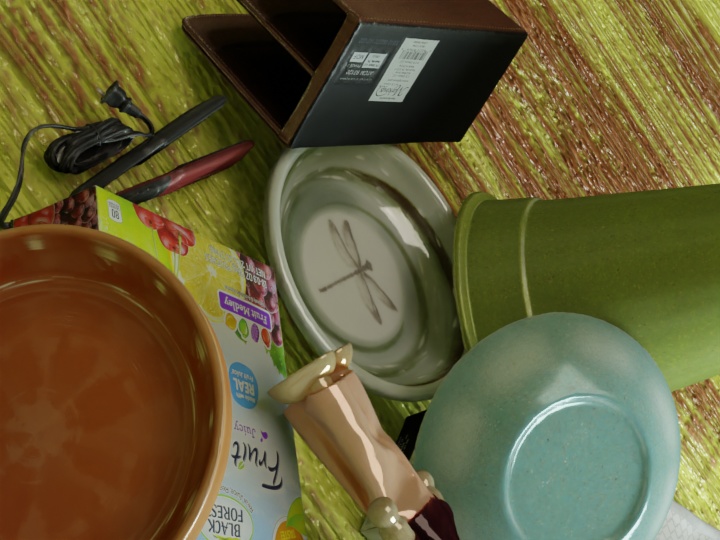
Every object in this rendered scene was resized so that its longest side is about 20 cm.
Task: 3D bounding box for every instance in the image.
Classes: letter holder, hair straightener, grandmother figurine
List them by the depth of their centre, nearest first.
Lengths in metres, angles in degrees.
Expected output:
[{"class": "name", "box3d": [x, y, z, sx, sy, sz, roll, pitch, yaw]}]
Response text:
[{"class": "grandmother figurine", "box3d": [0.025, 0.139, 0.789, 0.201, 0.060, 0.121, 58, 23, 6]}, {"class": "hair straightener", "box3d": [-0.150, -0.073, 0.858, 0.200, 0.041, 0.077, -32, 93, -46]}, {"class": "letter holder", "box3d": [-0.006, -0.170, 0.977, 0.142, 0.101, 0.199, 47, 31, 25]}]

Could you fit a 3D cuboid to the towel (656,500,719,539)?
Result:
[{"class": "towel", "box3d": [0.225, 0.254, 1.072, 0.199, 0.032, 0.192, 35, 47, -28]}]

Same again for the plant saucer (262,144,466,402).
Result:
[{"class": "plant saucer", "box3d": [0.000, 0.000, 0.960, 0.199, 0.050, 0.201, 26, 51, -36]}]

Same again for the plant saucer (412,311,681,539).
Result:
[{"class": "plant saucer", "box3d": [0.131, 0.129, 0.897, 0.199, 0.039, 0.203, -3, 98, -21]}]

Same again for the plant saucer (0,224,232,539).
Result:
[{"class": "plant saucer", "box3d": [-0.156, 0.076, 0.660, 0.032, 0.199, 0.202, 62, 17, -67]}]

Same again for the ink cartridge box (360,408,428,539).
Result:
[{"class": "ink cartridge box", "box3d": [0.092, 0.192, 0.954, 0.200, 0.039, 0.100, 43, 47, -20]}]

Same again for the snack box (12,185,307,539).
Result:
[{"class": "snack box", "box3d": [-0.105, 0.077, 0.762, 0.168, 0.067, 0.202, 26, 51, -55]}]

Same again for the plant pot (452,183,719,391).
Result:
[{"class": "plant pot", "box3d": [0.191, 0.020, 1.002, 0.200, 0.189, 0.202, 41, 43, -52]}]
